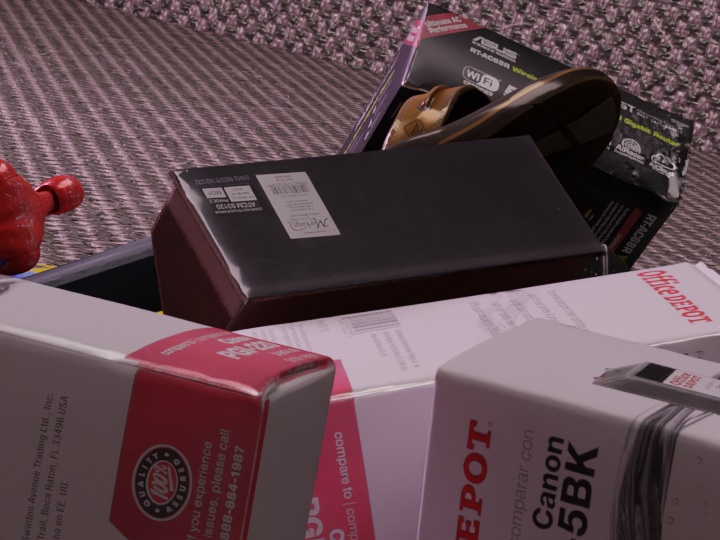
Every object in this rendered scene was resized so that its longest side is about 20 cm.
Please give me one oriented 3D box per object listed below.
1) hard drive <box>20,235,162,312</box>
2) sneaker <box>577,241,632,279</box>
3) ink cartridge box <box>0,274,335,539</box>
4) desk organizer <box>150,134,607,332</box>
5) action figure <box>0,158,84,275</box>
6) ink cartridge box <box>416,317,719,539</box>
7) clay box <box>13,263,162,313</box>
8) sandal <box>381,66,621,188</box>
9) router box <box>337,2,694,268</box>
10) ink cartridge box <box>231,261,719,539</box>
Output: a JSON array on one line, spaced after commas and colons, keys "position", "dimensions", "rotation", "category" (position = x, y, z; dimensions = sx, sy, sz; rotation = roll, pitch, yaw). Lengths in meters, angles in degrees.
[{"position": [-0.146, 0.017, 1.391], "dimensions": [0.199, 0.033, 0.140], "rotation": [-18, 3, 13], "category": "hard drive"}, {"position": [0.097, 0.056, 1.467], "dimensions": [0.115, 0.076, 0.200], "rotation": [-16, -34, 26], "category": "sneaker"}, {"position": [-0.122, 0.078, 0.933], "dimensions": [0.199, 0.147, 0.085], "rotation": [13, 10, 15], "category": "ink cartridge box"}, {"position": [0.000, 0.000, 1.293], "dimensions": [0.199, 0.077, 0.072], "rotation": [-7, 54, -38], "category": "desk organizer"}, {"position": [-0.232, -0.010, 1.438], "dimensions": [0.199, 0.066, 0.099], "rotation": [-20, 12, -21], "category": "action figure"}, {"position": [0.118, 0.113, 0.981], "dimensions": [0.199, 0.148, 0.083], "rotation": [14, 17, 27], "category": "ink cartridge box"}, {"position": [-0.114, 0.033, 1.561], "dimensions": [0.199, 0.048, 0.115], "rotation": [6, 10, -20], "category": "clay box"}, {"position": [0.030, -0.049, 1.378], "dimensions": [0.199, 0.082, 0.055], "rotation": [-27, 59, -10], "category": "sandal"}, {"position": [0.059, -0.026, 1.509], "dimensions": [0.149, 0.200, 0.062], "rotation": [24, 48, -8], "category": "router box"}, {"position": [0.050, 0.060, 1.132], "dimensions": [0.199, 0.083, 0.147], "rotation": [-9, 10, -4], "category": "ink cartridge box"}]
